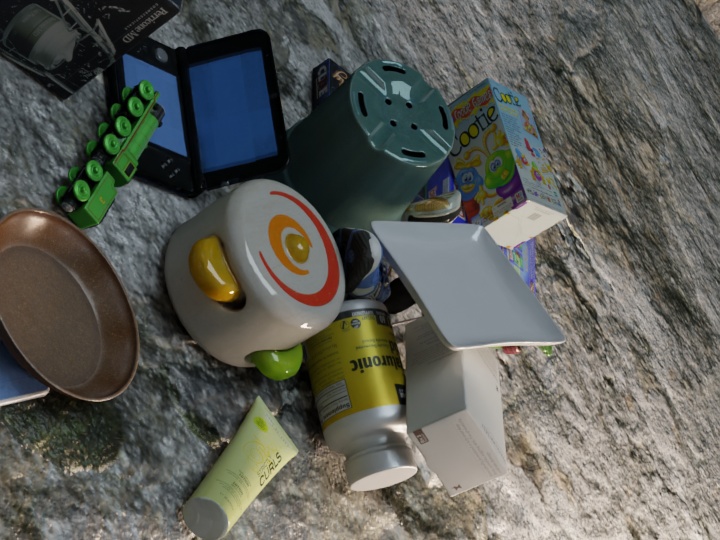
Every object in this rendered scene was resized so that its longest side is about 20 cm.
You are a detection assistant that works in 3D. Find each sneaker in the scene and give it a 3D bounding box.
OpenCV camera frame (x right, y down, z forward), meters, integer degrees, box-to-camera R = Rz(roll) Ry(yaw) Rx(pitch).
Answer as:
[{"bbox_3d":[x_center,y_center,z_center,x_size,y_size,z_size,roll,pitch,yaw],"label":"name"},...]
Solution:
[{"bbox_3d":[0.091,-0.049,1.841,0.075,0.200,0.089,-15,88,-16],"label":"sneaker"},{"bbox_3d":[0.000,0.000,1.650,0.076,0.200,0.077,-2,74,-14],"label":"sneaker"}]

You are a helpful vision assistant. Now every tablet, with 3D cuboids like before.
[{"bbox_3d":[-0.370,0.067,1.254,0.199,0.014,0.132,-9,73,-57],"label":"tablet"}]

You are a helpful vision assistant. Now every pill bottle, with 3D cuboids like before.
[{"bbox_3d":[0.002,0.145,1.625,0.111,0.111,0.203,11,57,-50],"label":"pill bottle"}]

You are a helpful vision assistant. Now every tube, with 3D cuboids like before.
[{"bbox_3d":[-0.121,0.205,1.467,0.200,0.051,0.059,-49,147,-61],"label":"tube"}]

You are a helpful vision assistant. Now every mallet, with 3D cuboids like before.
[{"bbox_3d":[0.117,0.015,1.872,0.198,0.066,0.042,-13,76,-35],"label":"mallet"}]

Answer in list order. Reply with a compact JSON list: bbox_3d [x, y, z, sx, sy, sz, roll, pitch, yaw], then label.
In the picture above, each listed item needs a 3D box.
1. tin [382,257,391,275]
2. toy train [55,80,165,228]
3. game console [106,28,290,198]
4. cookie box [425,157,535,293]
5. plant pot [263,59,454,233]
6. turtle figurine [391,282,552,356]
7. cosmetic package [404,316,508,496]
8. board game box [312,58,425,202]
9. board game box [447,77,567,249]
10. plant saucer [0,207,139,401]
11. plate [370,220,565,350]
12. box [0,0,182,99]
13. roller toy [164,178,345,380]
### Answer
[{"bbox_3d":[-0.011,-0.069,1.841,0.111,0.042,0.203,23,48,-50],"label":"tin"},{"bbox_3d":[-0.260,-0.125,1.502,0.057,0.041,0.201,51,44,-29],"label":"toy train"},{"bbox_3d":[-0.189,-0.200,1.615,0.170,0.118,0.203,20,50,-46],"label":"game console"},{"bbox_3d":[0.165,-0.044,2.030,0.199,0.075,0.173,39,38,-31],"label":"cookie box"},{"bbox_3d":[0.005,-0.140,1.718,0.198,0.196,0.203,17,54,-25],"label":"plant pot"},{"bbox_3d":[0.132,0.100,1.764,0.200,0.192,0.146,-22,96,-65],"label":"turtle figurine"},{"bbox_3d":[0.108,0.145,1.625,0.113,0.080,0.201,55,19,-31],"label":"cosmetic package"},{"bbox_3d":[0.012,-0.188,1.964,0.199,0.034,0.137,33,42,-37],"label":"board game box"},{"bbox_3d":[0.197,-0.149,1.992,0.104,0.102,0.202,17,51,-48],"label":"board game box"},{"bbox_3d":[-0.292,0.038,1.348,0.200,0.036,0.202,44,30,-33],"label":"plant saucer"},{"bbox_3d":[0.121,0.022,1.655,0.198,0.032,0.201,1,46,-42],"label":"plate"},{"bbox_3d":[-0.310,-0.316,1.457,0.196,0.199,0.125,35,42,-33],"label":"box"},{"bbox_3d":[-0.112,-0.001,1.549,0.199,0.139,0.184,39,38,-30],"label":"roller toy"}]
